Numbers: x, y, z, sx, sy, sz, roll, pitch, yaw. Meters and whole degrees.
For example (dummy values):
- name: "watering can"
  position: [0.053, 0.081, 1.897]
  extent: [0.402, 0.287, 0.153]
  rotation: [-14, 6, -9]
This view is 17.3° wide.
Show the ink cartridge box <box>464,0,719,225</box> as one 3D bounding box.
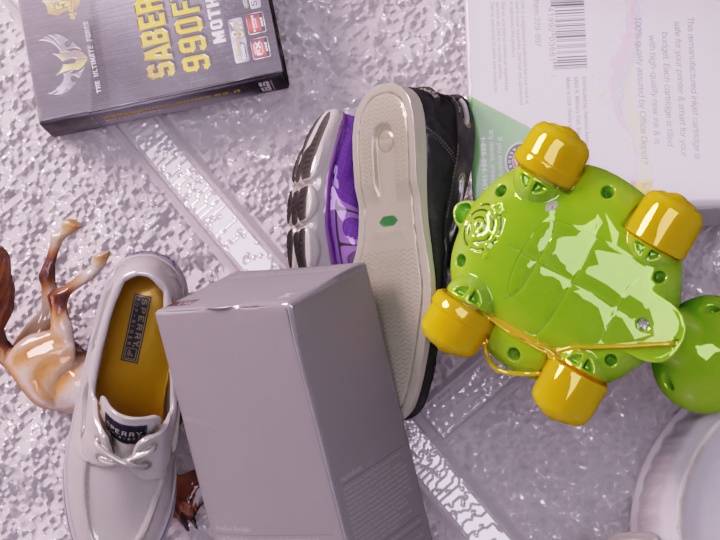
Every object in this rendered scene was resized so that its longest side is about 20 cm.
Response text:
- name: "ink cartridge box"
  position: [0.167, -0.101, 1.441]
  extent: [0.200, 0.088, 0.146]
  rotation: [-3, 82, 6]

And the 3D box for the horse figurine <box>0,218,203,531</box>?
- name: "horse figurine"
  position: [-0.158, 0.055, 1.453]
  extent: [0.200, 0.050, 0.133]
  rotation: [28, 102, -1]

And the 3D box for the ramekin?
- name: "ramekin"
  position: [0.261, 0.150, 1.388]
  extent: [0.200, 0.105, 0.201]
  rotation: [-1, 82, 3]

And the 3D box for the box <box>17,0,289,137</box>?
- name: "box"
  position: [-0.141, -0.199, 1.497]
  extent: [0.158, 0.048, 0.200]
  rotation: [-11, 81, 2]

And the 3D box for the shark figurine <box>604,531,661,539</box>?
- name: "shark figurine"
  position: [0.121, 0.259, 1.383]
  extent: [0.128, 0.089, 0.215]
  rotation: [0, 100, 40]

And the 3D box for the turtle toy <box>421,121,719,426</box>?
- name: "turtle toy"
  position: [0.139, 0.014, 1.347]
  extent: [0.200, 0.101, 0.146]
  rotation: [32, 97, 13]

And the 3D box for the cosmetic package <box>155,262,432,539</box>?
- name: "cosmetic package"
  position: [-0.036, 0.101, 1.376]
  extent: [0.107, 0.090, 0.200]
  rotation: [-2, 104, 37]

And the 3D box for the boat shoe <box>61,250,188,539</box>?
- name: "boat shoe"
  position: [-0.138, 0.090, 1.397]
  extent: [0.071, 0.070, 0.200]
  rotation: [10, 97, -1]

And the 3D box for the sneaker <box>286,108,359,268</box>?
- name: "sneaker"
  position: [0.000, 0.000, 1.455]
  extent: [0.083, 0.081, 0.200]
  rotation: [-5, 91, -11]

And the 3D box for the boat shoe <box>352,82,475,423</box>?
- name: "boat shoe"
  position: [0.034, -0.008, 1.396]
  extent: [0.072, 0.068, 0.200]
  rotation: [4, 91, 44]
